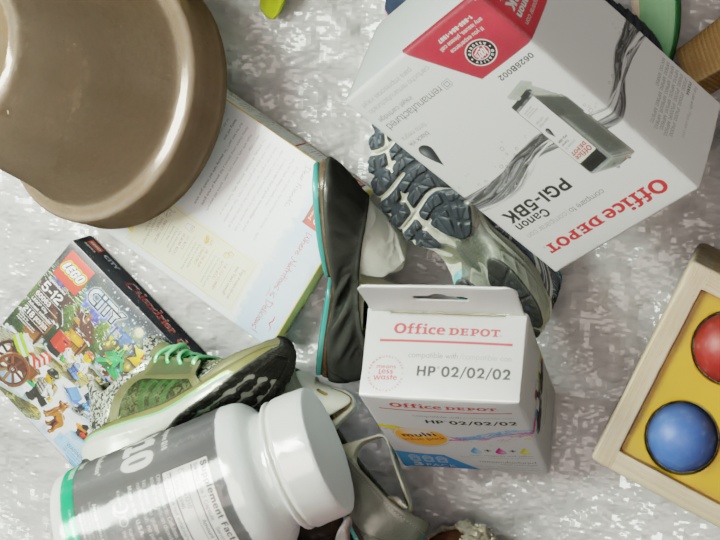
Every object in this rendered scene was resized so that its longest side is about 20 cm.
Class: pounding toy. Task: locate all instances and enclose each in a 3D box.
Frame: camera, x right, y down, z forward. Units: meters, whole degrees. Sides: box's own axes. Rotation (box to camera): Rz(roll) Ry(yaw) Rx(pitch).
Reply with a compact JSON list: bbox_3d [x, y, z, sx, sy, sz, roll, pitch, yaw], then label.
[{"bbox_3d":[0.289,0.090,1.159,0.199,0.142,0.186,27,105,10],"label":"pounding toy"}]

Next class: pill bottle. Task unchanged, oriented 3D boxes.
[{"bbox_3d":[-0.112,0.164,1.212,0.198,0.113,0.114,-22,92,10],"label":"pill bottle"}]

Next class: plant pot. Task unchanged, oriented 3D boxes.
[{"bbox_3d":[-0.225,-0.140,1.217,0.199,0.174,0.203,-6,80,36],"label":"plant pot"}]

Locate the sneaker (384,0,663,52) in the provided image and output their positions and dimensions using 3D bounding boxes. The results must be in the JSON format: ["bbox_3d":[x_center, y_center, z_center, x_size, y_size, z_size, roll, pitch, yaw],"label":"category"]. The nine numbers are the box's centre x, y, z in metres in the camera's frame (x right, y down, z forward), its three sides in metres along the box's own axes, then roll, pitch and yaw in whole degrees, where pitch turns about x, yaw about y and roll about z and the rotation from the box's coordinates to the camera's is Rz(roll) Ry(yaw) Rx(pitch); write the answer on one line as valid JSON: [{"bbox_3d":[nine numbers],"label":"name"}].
[{"bbox_3d":[0.110,-0.164,1.172,0.198,0.070,0.082,25,136,4],"label":"sneaker"}]

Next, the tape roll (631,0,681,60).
[{"bbox_3d":[0.129,-0.183,1.212,0.198,0.048,0.203,2,99,15],"label":"tape roll"}]

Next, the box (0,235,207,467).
[{"bbox_3d":[-0.195,0.092,1.345,0.200,0.038,0.137,45,107,5],"label":"box"}]

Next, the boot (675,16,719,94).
[{"bbox_3d":[0.312,-0.107,1.146,0.143,0.071,0.203,-29,75,27],"label":"boot"}]

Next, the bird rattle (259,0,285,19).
[{"bbox_3d":[-0.087,-0.294,1.232,0.162,0.112,0.202,27,102,27],"label":"bird rattle"}]

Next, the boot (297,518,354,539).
[{"bbox_3d":[-0.093,0.220,1.333,0.199,0.075,0.098,-26,71,19],"label":"boot"}]

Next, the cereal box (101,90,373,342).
[{"bbox_3d":[-0.108,-0.056,1.299,0.199,0.040,0.145,35,105,7],"label":"cereal box"}]

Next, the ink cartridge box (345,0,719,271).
[{"bbox_3d":[0.114,-0.109,1.112,0.199,0.083,0.146,37,139,-18],"label":"ink cartridge box"}]

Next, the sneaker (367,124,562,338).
[{"bbox_3d":[0.078,-0.045,1.221,0.077,0.086,0.201,-22,106,38],"label":"sneaker"}]

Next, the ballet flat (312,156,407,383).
[{"bbox_3d":[0.000,0.000,1.241,0.068,0.068,0.201,2,132,3],"label":"ballet flat"}]

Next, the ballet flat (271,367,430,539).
[{"bbox_3d":[-0.015,0.129,1.280,0.063,0.067,0.201,-36,72,4],"label":"ballet flat"}]

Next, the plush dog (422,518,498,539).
[{"bbox_3d":[0.120,0.298,1.239,0.170,0.201,0.161,-6,130,25],"label":"plush dog"}]

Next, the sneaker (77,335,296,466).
[{"bbox_3d":[-0.139,0.081,1.269,0.199,0.077,0.089,-27,66,22],"label":"sneaker"}]

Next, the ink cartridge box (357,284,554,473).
[{"bbox_3d":[0.067,0.079,1.186,0.114,0.200,0.069,1,66,15],"label":"ink cartridge box"}]

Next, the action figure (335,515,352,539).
[{"bbox_3d":[0.050,0.250,1.160,0.192,0.200,0.105,29,111,17],"label":"action figure"}]
